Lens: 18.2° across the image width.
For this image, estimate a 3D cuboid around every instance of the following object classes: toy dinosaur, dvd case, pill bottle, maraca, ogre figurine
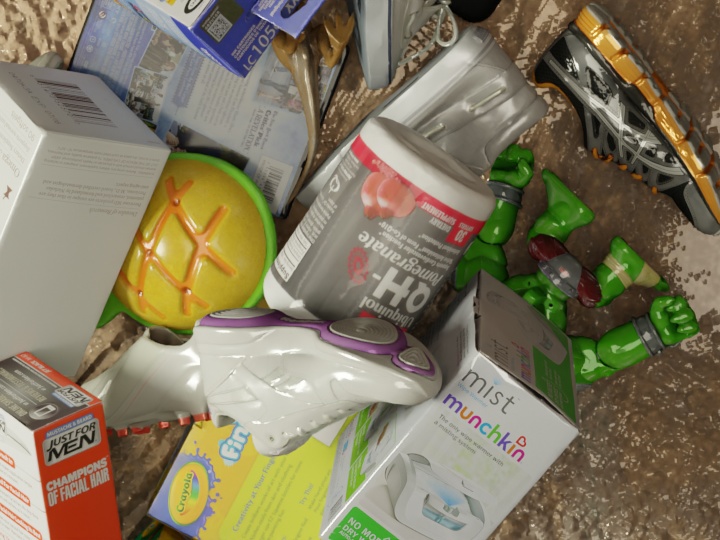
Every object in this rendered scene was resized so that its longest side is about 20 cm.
[{"bbox_3d":[-0.043,-0.161,1.674,0.060,0.106,0.201,-14,85,-17],"label":"toy dinosaur"},{"bbox_3d":[-0.124,-0.141,1.724,0.199,0.018,0.143,21,96,-2],"label":"dvd case"},{"bbox_3d":[0.000,0.000,1.616,0.110,0.111,0.200,33,102,-4],"label":"pill bottle"},{"bbox_3d":[-0.151,-0.018,1.699,0.199,0.107,0.138,-6,91,27],"label":"maraca"},{"bbox_3d":[0.147,0.008,1.703,0.200,0.098,0.120,44,95,-6],"label":"ogre figurine"}]

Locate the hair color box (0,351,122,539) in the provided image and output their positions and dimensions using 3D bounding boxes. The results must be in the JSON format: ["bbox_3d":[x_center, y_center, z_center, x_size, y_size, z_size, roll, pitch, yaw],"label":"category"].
[{"bbox_3d":[-0.226,0.173,1.624,0.064,0.111,0.201,-23,121,-31],"label":"hair color box"}]

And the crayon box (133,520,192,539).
[{"bbox_3d":[-0.101,0.282,1.728,0.058,0.119,0.200,-45,95,5],"label":"crayon box"}]

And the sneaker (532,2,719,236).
[{"bbox_3d":[0.210,-0.105,1.706,0.077,0.078,0.200,-36,93,18],"label":"sneaker"}]

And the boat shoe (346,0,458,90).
[{"bbox_3d":[0.037,-0.201,1.638,0.086,0.202,0.075,-12,64,-6],"label":"boat shoe"}]

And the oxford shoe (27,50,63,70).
[{"bbox_3d":[-0.306,-0.100,1.704,0.200,0.075,0.058,-43,89,8],"label":"oxford shoe"}]

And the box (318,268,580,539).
[{"bbox_3d":[0.063,0.113,1.582,0.097,0.200,0.177,38,104,-7],"label":"box"}]

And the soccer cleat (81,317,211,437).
[{"bbox_3d":[-0.162,0.083,1.694,0.199,0.069,0.078,-14,84,44],"label":"soccer cleat"}]

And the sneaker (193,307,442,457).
[{"bbox_3d":[-0.026,0.080,1.525,0.199,0.075,0.100,7,102,38],"label":"sneaker"}]

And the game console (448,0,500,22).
[{"bbox_3d":[0.061,-0.322,1.701,0.176,0.116,0.201,36,96,26],"label":"game console"}]

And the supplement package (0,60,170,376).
[{"bbox_3d":[-0.246,-0.036,1.647,0.117,0.117,0.201,5,118,-43],"label":"supplement package"}]

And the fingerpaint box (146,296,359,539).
[{"bbox_3d":[-0.047,0.132,1.731,0.166,0.073,0.201,27,94,-4],"label":"fingerpaint box"}]

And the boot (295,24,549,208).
[{"bbox_3d":[0.048,-0.088,1.689,0.200,0.074,0.096,-40,99,25],"label":"boot"}]

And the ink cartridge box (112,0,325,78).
[{"bbox_3d":[-0.104,-0.231,1.616,0.137,0.200,0.076,-53,138,-3],"label":"ink cartridge box"}]
